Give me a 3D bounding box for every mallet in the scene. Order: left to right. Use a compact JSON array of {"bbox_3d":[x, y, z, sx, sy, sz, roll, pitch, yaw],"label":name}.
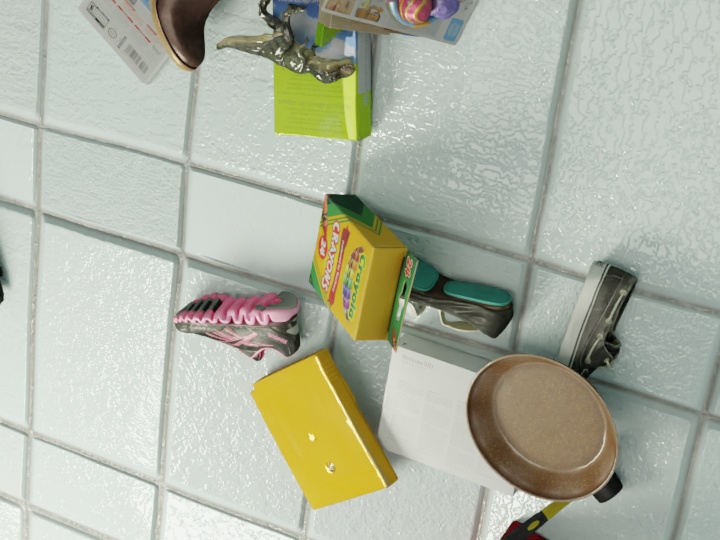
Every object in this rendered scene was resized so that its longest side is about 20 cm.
[{"bbox_3d":[0.229,0.291,1.517,0.199,0.041,0.066,-28,86,-9],"label":"mallet"}]

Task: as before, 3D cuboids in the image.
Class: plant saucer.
[{"bbox_3d":[0.222,0.183,1.473,0.199,0.037,0.202,16,123,27],"label":"plant saucer"}]

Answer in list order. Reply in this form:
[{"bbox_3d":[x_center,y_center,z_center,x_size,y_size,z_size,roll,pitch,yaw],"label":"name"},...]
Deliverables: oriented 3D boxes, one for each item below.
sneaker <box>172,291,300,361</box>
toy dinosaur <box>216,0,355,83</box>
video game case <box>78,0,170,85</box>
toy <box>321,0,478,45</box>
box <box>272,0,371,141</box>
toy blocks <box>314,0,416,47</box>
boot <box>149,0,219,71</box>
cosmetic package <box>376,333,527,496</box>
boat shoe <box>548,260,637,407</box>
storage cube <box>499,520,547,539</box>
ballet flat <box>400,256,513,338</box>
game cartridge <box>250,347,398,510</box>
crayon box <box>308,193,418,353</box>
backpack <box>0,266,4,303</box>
[{"bbox_3d":[-0.168,0.084,1.682,0.198,0.079,0.096,0,117,26],"label":"sneaker"},{"bbox_3d":[-0.099,-0.287,1.492,0.198,0.047,0.089,20,120,25],"label":"toy dinosaur"},{"bbox_3d":[-0.275,-0.367,1.617,0.143,0.018,0.200,48,119,5],"label":"video game case"},{"bbox_3d":[0.065,-0.316,1.378,0.116,0.198,0.047,-63,39,26],"label":"toy"},{"bbox_3d":[-0.048,-0.268,1.524,0.121,0.048,0.202,7,108,22],"label":"box"},{"bbox_3d":[0.031,-0.354,1.421,0.135,0.100,0.202,2,108,-21],"label":"toy blocks"},{"bbox_3d":[-0.183,-0.360,1.523,0.165,0.072,0.202,-6,98,29],"label":"boot"},{"bbox_3d":[0.127,0.185,1.581,0.198,0.052,0.152,18,115,20],"label":"cosmetic package"},{"bbox_3d":[0.279,0.090,1.470,0.063,0.071,0.202,22,112,19],"label":"boat shoe"},{"bbox_3d":[0.212,0.461,1.554,0.170,0.180,0.202,27,114,15],"label":"storage cube"},{"bbox_3d":[0.095,0.035,1.543,0.198,0.068,0.069,23,123,18],"label":"ballet flat"},{"bbox_3d":[-0.054,0.218,1.662,0.176,0.032,0.202,-27,91,47],"label":"game cartridge"},{"bbox_3d":[0.000,0.000,1.514,0.200,0.050,0.128,-133,49,-56],"label":"crayon box"},{"bbox_3d":[-0.665,0.001,1.857,0.198,0.153,0.165,0,113,38],"label":"backpack"}]
